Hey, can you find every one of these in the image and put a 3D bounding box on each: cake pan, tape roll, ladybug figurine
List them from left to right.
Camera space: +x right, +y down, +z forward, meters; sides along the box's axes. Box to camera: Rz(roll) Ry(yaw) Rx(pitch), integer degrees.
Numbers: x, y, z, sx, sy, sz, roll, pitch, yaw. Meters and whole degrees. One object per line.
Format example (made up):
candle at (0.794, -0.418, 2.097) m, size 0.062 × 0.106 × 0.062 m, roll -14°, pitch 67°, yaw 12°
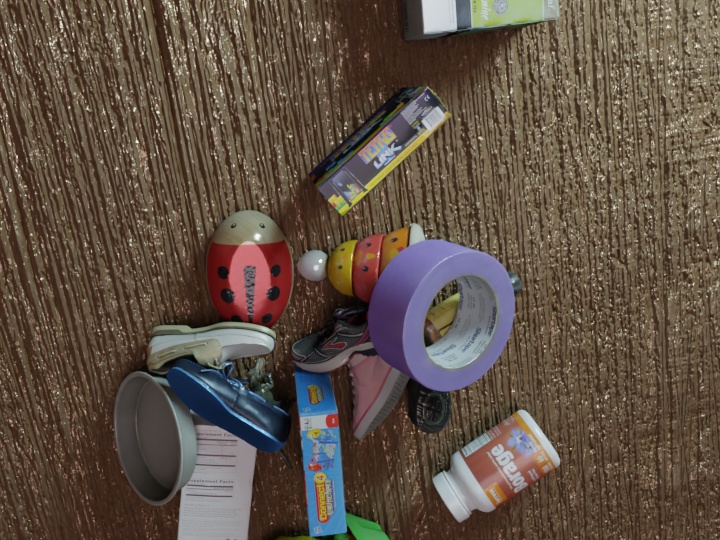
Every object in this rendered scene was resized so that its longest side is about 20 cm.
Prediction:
cake pan at (-0.310, 0.250, 1.035) m, size 0.037 × 0.200 × 0.201 m, roll -6°, pitch 109°, yaw -46°
ladybug figurine at (-0.168, 0.010, 1.043) m, size 0.136 × 0.072 × 0.200 m, roll -5°, pitch 105°, yaw -8°
tape roll at (0.115, 0.061, 0.959) m, size 0.200 × 0.085 × 0.200 m, roll -11°, pitch 109°, yaw -32°

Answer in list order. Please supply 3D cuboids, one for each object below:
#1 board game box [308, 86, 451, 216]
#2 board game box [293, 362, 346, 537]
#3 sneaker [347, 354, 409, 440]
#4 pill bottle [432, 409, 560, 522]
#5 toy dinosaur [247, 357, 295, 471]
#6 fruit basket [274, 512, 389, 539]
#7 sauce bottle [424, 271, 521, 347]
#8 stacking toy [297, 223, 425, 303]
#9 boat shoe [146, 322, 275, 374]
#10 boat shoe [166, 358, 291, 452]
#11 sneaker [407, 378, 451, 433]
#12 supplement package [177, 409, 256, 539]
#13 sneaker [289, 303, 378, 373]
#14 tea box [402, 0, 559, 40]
board game box at (0.020, -0.176, 0.976) m, size 0.200 × 0.165 × 0.057 m, roll -42°, pitch 108°, yaw 3°
board game box at (-0.065, 0.265, 1.057) m, size 0.056 × 0.200 × 0.196 m, roll -5°, pitch 104°, yaw -6°
sneaker at (0.014, 0.180, 1.121) m, size 0.105 × 0.075 × 0.200 m, roll 38°, pitch 124°, yaw 21°
pill bottle at (0.227, 0.336, 1.164) m, size 0.200 × 0.112 × 0.112 m, roll -35°, pitch 106°, yaw 1°
toy dinosaur at (-0.141, 0.214, 1.089) m, size 0.047 × 0.088 × 0.200 m, roll -12°, pitch 113°, yaw 11°
fruit basket at (-0.062, 0.515, 1.158) m, size 0.215 × 0.155 × 0.216 m, roll -9°, pitch 112°, yaw -24°
sauce bottle at (0.173, 0.063, 1.088) m, size 0.200 × 0.066 × 0.066 m, roll -25°, pitch 108°, yaw -24°
stacking toy at (0.000, 0.000, 1.053) m, size 0.200 × 0.146 × 0.146 m, roll 1°, pitch 104°, yaw 7°
boat shoe at (-0.226, 0.124, 1.037) m, size 0.200 × 0.068 × 0.075 m, roll -4°, pitch 146°, yaw 12°
boat shoe at (-0.191, 0.191, 1.004) m, size 0.200 × 0.069 × 0.084 m, roll 42°, pitch 133°, yaw -15°
sneaker at (0.110, 0.162, 1.124) m, size 0.076 × 0.091 × 0.200 m, roll 17°, pitch 78°, yaw -15°
supplement package at (-0.225, 0.316, 1.089) m, size 0.109 × 0.114 × 0.200 m, roll 5°, pitch 101°, yaw -10°
sneaker at (-0.029, 0.095, 1.053) m, size 0.200 × 0.081 × 0.075 m, roll -23°, pitch 124°, yaw 28°
tea box at (0.157, -0.435, 0.949) m, size 0.196 × 0.134 × 0.200 m, roll -8°, pitch 105°, yaw -6°
